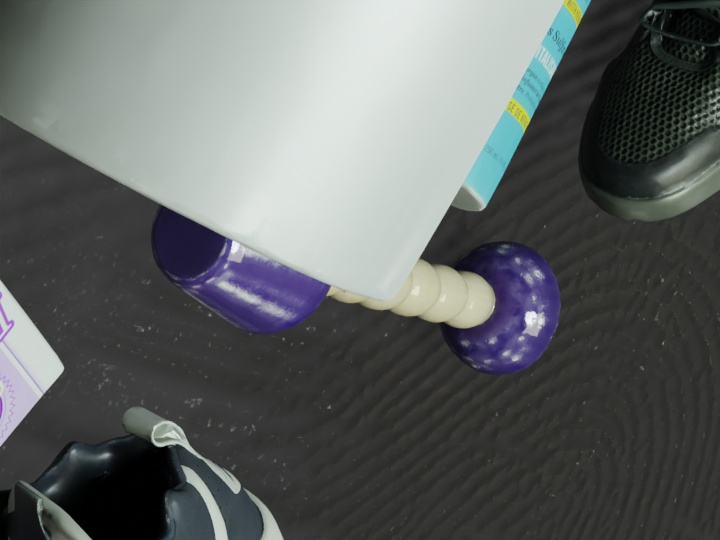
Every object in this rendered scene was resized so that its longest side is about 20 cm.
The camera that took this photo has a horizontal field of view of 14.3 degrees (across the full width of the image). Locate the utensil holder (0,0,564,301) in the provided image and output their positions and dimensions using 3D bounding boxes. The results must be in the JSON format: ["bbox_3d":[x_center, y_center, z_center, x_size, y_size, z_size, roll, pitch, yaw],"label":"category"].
[{"bbox_3d":[-0.013,-0.114,0.813,0.170,0.170,0.200,23,96,-56],"label":"utensil holder"}]

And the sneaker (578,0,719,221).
[{"bbox_3d":[0.136,-0.116,1.087,0.200,0.076,0.114,-51,143,-20],"label":"sneaker"}]

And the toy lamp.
[{"bbox_3d":[0.000,0.000,1.006,0.200,0.058,0.058,11,105,-56],"label":"toy lamp"}]

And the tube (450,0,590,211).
[{"bbox_3d":[0.067,-0.120,1.024,0.200,0.050,0.077,-62,153,-8],"label":"tube"}]

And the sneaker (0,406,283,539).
[{"bbox_3d":[-0.105,0.130,0.941,0.199,0.079,0.130,-48,142,-20],"label":"sneaker"}]

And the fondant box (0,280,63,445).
[{"bbox_3d":[-0.180,0.018,0.784,0.144,0.058,0.200,-51,145,-16],"label":"fondant box"}]
